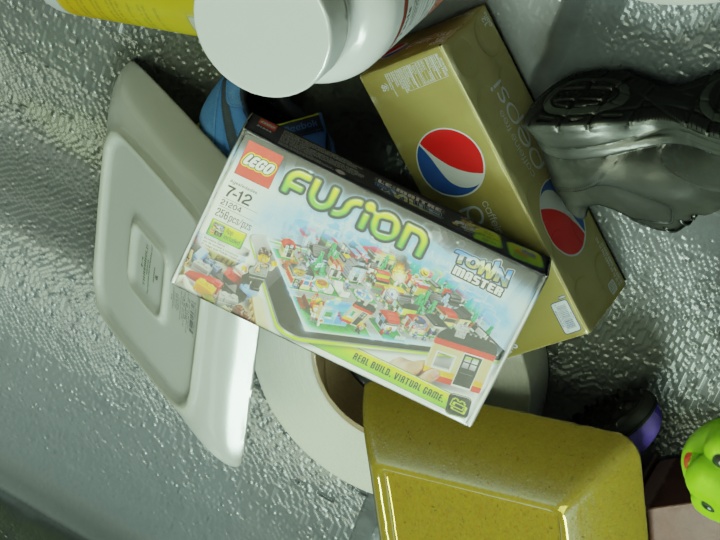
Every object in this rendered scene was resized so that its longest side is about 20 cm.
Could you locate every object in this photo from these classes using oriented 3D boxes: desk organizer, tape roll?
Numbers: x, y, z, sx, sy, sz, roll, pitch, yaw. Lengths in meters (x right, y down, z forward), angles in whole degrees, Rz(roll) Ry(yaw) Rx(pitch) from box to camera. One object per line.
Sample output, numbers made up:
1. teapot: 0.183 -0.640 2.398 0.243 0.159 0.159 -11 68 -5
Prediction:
1. desk organizer: 0.239 0.214 1.666 0.077 0.072 0.201 -11 111 30
2. tape roll: 0.024 0.057 1.716 0.202 0.037 0.203 13 121 22

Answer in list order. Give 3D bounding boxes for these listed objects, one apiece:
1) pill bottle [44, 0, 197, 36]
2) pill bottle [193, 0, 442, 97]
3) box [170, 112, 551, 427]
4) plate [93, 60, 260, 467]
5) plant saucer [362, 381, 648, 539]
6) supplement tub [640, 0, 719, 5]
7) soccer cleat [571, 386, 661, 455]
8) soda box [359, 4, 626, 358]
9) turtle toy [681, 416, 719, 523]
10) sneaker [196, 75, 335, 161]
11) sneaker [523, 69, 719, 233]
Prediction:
1. pill bottle: -0.134 -0.205 1.608 0.199 0.112 0.112 11 121 22
2. pill bottle: -0.012 -0.175 1.503 0.112 0.200 0.113 13 121 22
3. box: 0.000 0.000 1.571 0.199 0.035 0.110 25 111 -1
4. plate: -0.124 -0.003 1.699 0.200 0.032 0.200 46 137 44
5. plant saucer: 0.085 0.181 1.668 0.199 0.048 0.201 11 124 31
6. supplement tub: 0.181 -0.255 1.391 0.145 0.145 0.201 1 116 28
7. soccer cleat: 0.136 0.142 1.685 0.073 0.068 0.200 46 132 -3
8. soda box: 0.082 -0.054 1.603 0.064 0.068 0.200 -18 107 34
9. turtle toy: 0.286 0.121 1.548 0.199 0.101 0.146 10 122 3
10. sneaker: -0.037 -0.043 1.636 0.200 0.066 0.078 60 138 22
11. sneaker: 0.196 -0.066 1.543 0.199 0.076 0.091 5 128 34
